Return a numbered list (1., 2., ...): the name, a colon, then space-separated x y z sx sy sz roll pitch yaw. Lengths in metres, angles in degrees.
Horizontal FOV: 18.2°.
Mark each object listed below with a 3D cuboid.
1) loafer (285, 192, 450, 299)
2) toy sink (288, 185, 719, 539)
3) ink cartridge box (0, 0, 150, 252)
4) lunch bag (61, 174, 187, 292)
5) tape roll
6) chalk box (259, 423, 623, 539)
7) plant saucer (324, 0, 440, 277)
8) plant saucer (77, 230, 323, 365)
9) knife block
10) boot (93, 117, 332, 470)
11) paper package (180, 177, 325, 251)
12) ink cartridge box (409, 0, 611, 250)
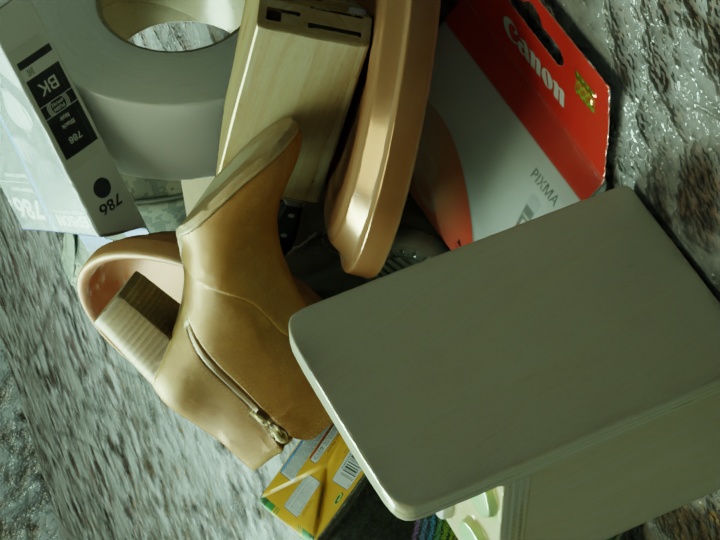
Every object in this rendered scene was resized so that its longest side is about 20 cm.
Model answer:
1. loafer: 0.000 0.000 1.402 0.075 0.070 0.200 39 146 -22
2. toy sink: 0.077 0.068 1.118 0.131 0.199 0.112 56 159 35
3. ink cartridge box: -0.204 -0.082 1.427 0.099 0.039 0.200 5 129 51
4. lunch bag: -0.154 -0.061 1.746 0.140 0.167 0.200 62 161 22
5. tape roll: -0.118 -0.154 1.469 0.203 0.202 0.071 56 159 36
6. chalk box: 0.065 0.151 1.323 0.200 0.125 0.124 37 175 -20
7. plant saucer: 0.009 -0.097 1.259 0.200 0.032 0.201 -171 90 -84
8. plant saucer: -0.082 0.037 1.414 0.200 0.038 0.200 21 153 11
9. knife block: -0.047 -0.078 1.299 0.200 0.064 0.176 -113 33 -76
10. boot: -0.048 0.018 1.281 0.144 0.071 0.201 39 124 -7
11. paper package: -0.048 -0.028 1.568 0.191 0.103 0.201 52 155 45
12. ink cartridge box: 0.074 -0.071 1.225 0.162 0.050 0.200 57 163 36
